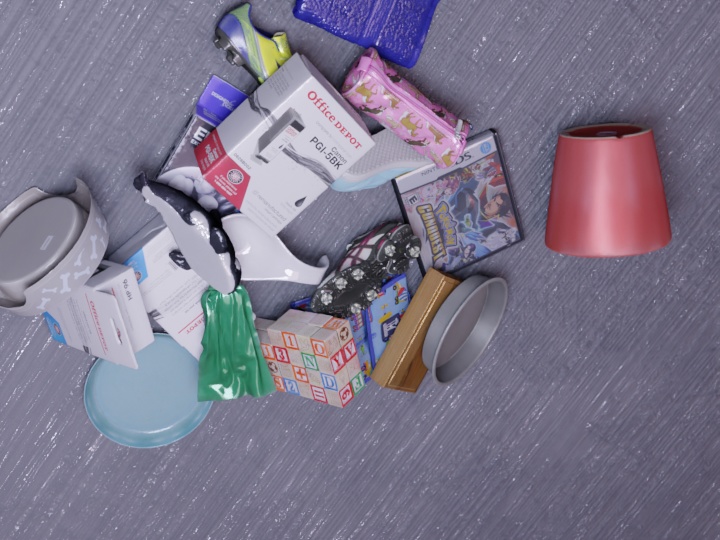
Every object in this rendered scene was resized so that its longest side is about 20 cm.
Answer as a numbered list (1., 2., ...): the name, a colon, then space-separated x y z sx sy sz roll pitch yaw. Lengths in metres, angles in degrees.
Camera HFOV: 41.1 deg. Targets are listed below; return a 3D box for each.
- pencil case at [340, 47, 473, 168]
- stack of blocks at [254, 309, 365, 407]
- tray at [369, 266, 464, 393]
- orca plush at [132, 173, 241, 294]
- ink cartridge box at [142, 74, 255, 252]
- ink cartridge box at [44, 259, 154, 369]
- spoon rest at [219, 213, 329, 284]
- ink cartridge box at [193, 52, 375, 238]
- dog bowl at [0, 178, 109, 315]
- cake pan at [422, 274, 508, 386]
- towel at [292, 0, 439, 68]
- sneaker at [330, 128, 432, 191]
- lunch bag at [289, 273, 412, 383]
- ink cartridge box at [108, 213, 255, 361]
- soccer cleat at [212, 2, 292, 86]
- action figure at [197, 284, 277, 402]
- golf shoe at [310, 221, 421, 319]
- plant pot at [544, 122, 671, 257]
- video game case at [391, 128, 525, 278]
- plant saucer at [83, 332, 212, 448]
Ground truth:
1. pencil case: 0.064 -0.228 1.356 0.199 0.083 0.086 33 128 -19
2. stack of blocks: -0.097 0.122 1.433 0.059 0.199 0.116 -39 125 -41
3. tray: 0.100 0.098 1.535 0.098 0.037 0.201 18 103 -53
4. orca plush: -0.227 -0.062 1.318 0.200 0.071 0.105 40 132 -1
5. ink cartridge box: -0.176 -0.142 1.374 0.197 0.043 0.201 27 101 -27
6. ink cartridge box: -0.353 0.051 1.303 0.068 0.199 0.117 -35 125 -39
7. spoon rest: -0.131 -0.021 1.389 0.199 0.061 0.100 17 108 -29
8. ink cartridge box: -0.102 -0.167 1.297 0.200 0.083 0.147 -41 126 10
9. dog bowl: -0.418 -0.028 1.263 0.200 0.200 0.059 -38 134 1
10. cake pan: 0.166 0.092 1.545 0.200 0.037 0.201 -39 147 -32
11. towel: 0.015 -0.384 1.330 0.199 0.050 0.149 17 103 -27
12. sneaker: 0.036 -0.167 1.432 0.199 0.082 0.074 -15 76 -28
13. lunch bag: 0.005 0.093 1.529 0.199 0.094 0.152 -25 122 -22
14. ink cartridge box: -0.259 0.025 1.406 0.116 0.068 0.200 -39 119 1
15. soccer cleat: -0.115 -0.280 1.322 0.084 0.065 0.200 -47 121 -4
16. action figure: -0.190 0.089 1.387 0.117 0.055 0.202 -8 113 -11
17. golf shoe: 0.000 0.000 1.453 0.199 0.088 0.078 -37 123 -14
18. plant pot: 0.383 -0.130 1.495 0.199 0.200 0.179 -10 107 -14
19. video game case: 0.156 -0.098 1.516 0.180 0.026 0.201 -24 119 -7
20. plant saucer: -0.324 0.181 1.479 0.198 0.027 0.202 -7 116 -15
